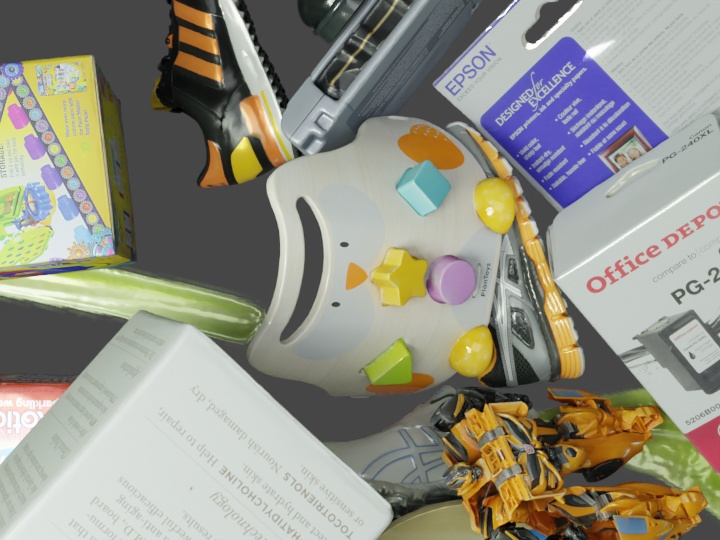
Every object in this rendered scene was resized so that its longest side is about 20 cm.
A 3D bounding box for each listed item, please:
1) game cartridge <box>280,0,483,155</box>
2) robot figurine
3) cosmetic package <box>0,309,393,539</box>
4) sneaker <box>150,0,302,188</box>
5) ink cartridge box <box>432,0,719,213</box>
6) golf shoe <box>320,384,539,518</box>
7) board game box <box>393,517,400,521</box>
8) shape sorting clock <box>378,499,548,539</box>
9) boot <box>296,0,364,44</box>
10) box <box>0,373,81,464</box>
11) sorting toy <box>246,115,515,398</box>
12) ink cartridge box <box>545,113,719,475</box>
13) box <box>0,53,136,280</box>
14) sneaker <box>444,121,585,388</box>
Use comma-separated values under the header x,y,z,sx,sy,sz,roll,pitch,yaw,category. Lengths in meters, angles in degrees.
x,y,z,sx,sy,sz,roll,pitch,yaw,category
0.025,-0.155,0.994,0.040,0.133,0.200,39,91,14,game cartridge
0.137,0.133,0.971,0.200,0.058,0.145,7,47,-40,robot figurine
-0.123,0.152,0.856,0.166,0.167,0.200,44,80,-15,cosmetic package
-0.116,-0.154,1.016,0.090,0.070,0.201,-25,88,3,sneaker
0.186,-0.129,1.002,0.200,0.043,0.198,44,119,-6,ink cartridge box
0.038,0.128,1.029,0.199,0.078,0.098,9,70,-10,golf shoe
-0.069,0.222,1.010,0.199,0.023,0.105,0,112,-6,board game box
0.068,0.244,1.007,0.199,0.039,0.201,-3,110,-9,shape sorting clock
-0.047,-0.254,0.979,0.162,0.073,0.199,36,41,-12,boot
-0.208,0.121,0.984,0.199,0.095,0.100,0,90,-5,box
0.000,0.000,0.946,0.180,0.107,0.201,0,101,-45,sorting toy
0.241,0.018,0.985,0.145,0.083,0.200,-35,110,22,ink cartridge box
-0.251,-0.055,0.934,0.192,0.200,0.122,-6,89,-5,box
0.092,-0.008,1.028,0.077,0.078,0.201,-21,88,6,sneaker
